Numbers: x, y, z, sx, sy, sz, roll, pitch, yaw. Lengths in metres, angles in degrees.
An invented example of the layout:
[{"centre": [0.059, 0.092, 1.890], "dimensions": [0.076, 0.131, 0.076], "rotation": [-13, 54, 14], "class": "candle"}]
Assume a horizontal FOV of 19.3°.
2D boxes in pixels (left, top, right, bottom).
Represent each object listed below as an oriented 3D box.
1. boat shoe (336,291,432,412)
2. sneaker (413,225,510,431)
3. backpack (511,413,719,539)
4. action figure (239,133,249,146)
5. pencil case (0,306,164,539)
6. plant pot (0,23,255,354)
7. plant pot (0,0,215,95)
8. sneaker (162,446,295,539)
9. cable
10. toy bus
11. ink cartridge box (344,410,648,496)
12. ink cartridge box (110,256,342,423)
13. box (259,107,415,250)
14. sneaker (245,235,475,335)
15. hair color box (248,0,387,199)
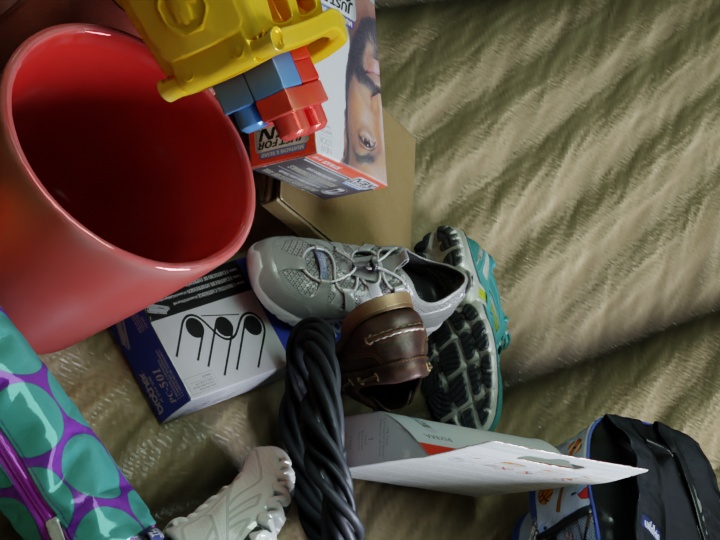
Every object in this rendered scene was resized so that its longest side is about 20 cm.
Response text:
[{"centre": [0.014, 0.074, 1.600], "dimensions": [0.070, 0.200, 0.070], "rotation": [-20, 79, -8], "class": "boat shoe"}, {"centre": [0.096, 0.052, 1.763], "dimensions": [0.080, 0.077, 0.200], "rotation": [27, 45, -37], "class": "sneaker"}, {"centre": [0.213, 0.217, 1.684], "dimensions": [0.200, 0.154, 0.191], "rotation": [24, 54, -38], "class": "backpack"}, {"centre": [-0.051, -0.123, 1.750], "dimensions": [0.052, 0.065, 0.200], "rotation": [25, 11, 29], "class": "action figure"}, {"centre": [-0.220, 0.121, 1.412], "dimensions": [0.200, 0.085, 0.092], "rotation": [53, 14, 4], "class": "pencil case"}, {"centre": [-0.202, -0.042, 1.479], "dimensions": [0.200, 0.177, 0.201], "rotation": [24, 46, -28], "class": "plant pot"}, {"centre": [-0.202, -0.189, 1.593], "dimensions": [0.195, 0.201, 0.201], "rotation": [49, 40, -14], "class": "plant pot"}, {"centre": [-0.100, 0.189, 1.486], "dimensions": [0.081, 0.075, 0.200], "rotation": [23, 39, -2], "class": "sneaker"}, {"centre": [-0.032, 0.127, 1.530], "dimensions": [0.051, 0.163, 0.200], "rotation": [-7, 72, -3], "class": "cable"}, {"centre": [-0.072, -0.185, 1.491], "dimensions": [0.192, 0.136, 0.200], "rotation": [65, 29, -4], "class": "toy bus"}, {"centre": [0.092, 0.132, 1.599], "dimensions": [0.160, 0.200, 0.047], "rotation": [13, 71, -36], "class": "ink cartridge box"}, {"centre": [-0.093, 0.042, 1.618], "dimensions": [0.200, 0.044, 0.094], "rotation": [-18, 75, -48], "class": "ink cartridge box"}, {"centre": [-0.014, -0.083, 1.718], "dimensions": [0.200, 0.021, 0.164], "rotation": [39, 46, -48], "class": "box"}, {"centre": [0.000, 0.000, 1.636], "dimensions": [0.200, 0.082, 0.075], "rotation": [8, 57, -41], "class": "sneaker"}, {"centre": [-0.036, -0.165, 1.621], "dimensions": [0.111, 0.064, 0.200], "rotation": [20, 63, -59], "class": "hair color box"}]
